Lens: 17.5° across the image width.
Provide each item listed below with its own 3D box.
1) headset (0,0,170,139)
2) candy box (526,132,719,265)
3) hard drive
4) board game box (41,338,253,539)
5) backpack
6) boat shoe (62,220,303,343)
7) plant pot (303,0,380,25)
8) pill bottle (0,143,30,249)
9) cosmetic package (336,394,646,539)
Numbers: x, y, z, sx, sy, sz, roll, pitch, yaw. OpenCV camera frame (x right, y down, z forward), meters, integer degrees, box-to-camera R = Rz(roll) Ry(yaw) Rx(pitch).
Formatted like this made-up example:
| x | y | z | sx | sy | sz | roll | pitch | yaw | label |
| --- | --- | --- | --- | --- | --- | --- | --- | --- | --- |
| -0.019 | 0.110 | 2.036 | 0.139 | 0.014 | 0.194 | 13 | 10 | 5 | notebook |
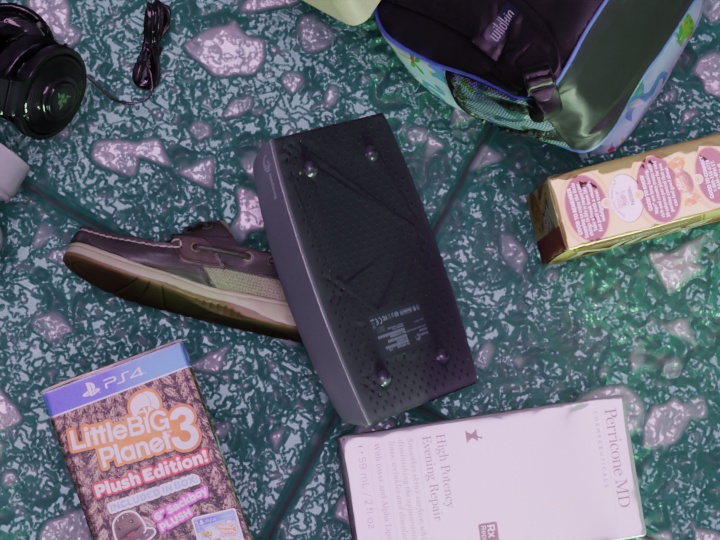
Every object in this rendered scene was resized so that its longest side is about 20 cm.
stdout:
| x | y | z | sx | sy | sz | roll | pitch | yaw | label |
| --- | --- | --- | --- | --- | --- | --- | --- | --- | --- |
| -0.226 | -0.150 | 1.593 | 0.199 | 0.123 | 0.095 | 4 | 113 | -31 | headset |
| 0.221 | -0.057 | 1.610 | 0.199 | 0.115 | 0.056 | -14 | 85 | -5 | candy box |
| 0.000 | 0.000 | 1.595 | 0.135 | 0.042 | 0.201 | -18 | 87 | -48 | hard drive |
| -0.129 | 0.159 | 1.549 | 0.096 | 0.159 | 0.201 | -20 | 86 | -5 | board game box |
| 0.120 | -0.179 | 1.589 | 0.199 | 0.147 | 0.184 | 24 | 78 | 40 | backpack |
| -0.103 | -0.002 | 1.612 | 0.200 | 0.072 | 0.066 | 16 | 75 | -9 | boat shoe |
| -0.051 | -0.317 | 1.549 | 0.199 | 0.177 | 0.201 | 31 | 84 | 28 | plant pot |
| -0.312 | -0.010 | 1.576 | 0.111 | 0.111 | 0.201 | 34 | 84 | 0 | pill bottle |
| 0.089 | 0.148 | 1.607 | 0.199 | 0.074 | 0.102 | -10 | 86 | -3 | cosmetic package |
